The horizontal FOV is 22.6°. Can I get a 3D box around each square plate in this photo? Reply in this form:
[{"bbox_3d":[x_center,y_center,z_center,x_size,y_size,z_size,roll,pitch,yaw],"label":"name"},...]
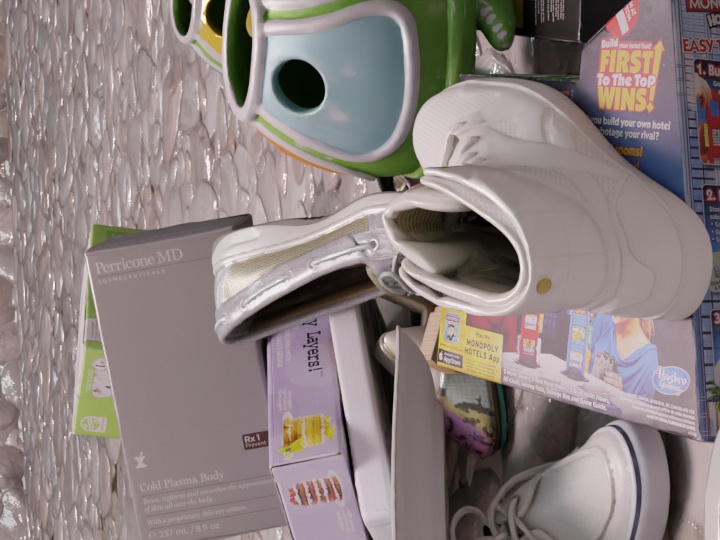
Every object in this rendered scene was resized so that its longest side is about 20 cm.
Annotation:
[{"bbox_3d":[0.035,0.167,0.980,0.201,0.028,0.199,84,-174,-50],"label":"square plate"}]

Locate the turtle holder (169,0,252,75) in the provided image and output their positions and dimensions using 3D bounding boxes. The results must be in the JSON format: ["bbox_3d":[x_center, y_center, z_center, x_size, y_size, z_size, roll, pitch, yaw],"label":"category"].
[{"bbox_3d":[-0.065,-0.188,1.328,0.142,0.131,0.186,109,153,-43],"label":"turtle holder"}]

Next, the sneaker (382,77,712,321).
[{"bbox_3d":[0.052,-0.038,0.798,0.200,0.115,0.074,39,122,52],"label":"sneaker"}]

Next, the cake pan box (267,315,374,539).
[{"bbox_3d":[-0.019,0.133,1.180,0.185,0.052,0.201,-91,-10,-54],"label":"cake pan box"}]

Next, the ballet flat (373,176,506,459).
[{"bbox_3d":[0.040,0.021,1.121,0.069,0.071,0.202,136,131,-61],"label":"ballet flat"}]

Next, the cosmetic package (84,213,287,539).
[{"bbox_3d":[-0.107,0.070,1.186,0.090,0.106,0.202,-71,-31,-79],"label":"cosmetic package"}]

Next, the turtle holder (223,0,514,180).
[{"bbox_3d":[0.001,-0.134,0.957,0.186,0.131,0.142,112,150,-53],"label":"turtle holder"}]

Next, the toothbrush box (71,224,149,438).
[{"bbox_3d":[-0.106,0.051,1.318,0.146,0.198,0.087,-99,17,-52],"label":"toothbrush box"}]

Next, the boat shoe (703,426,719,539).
[{"bbox_3d":[0.171,0.152,0.764,0.068,0.071,0.202,174,86,-67],"label":"boat shoe"}]

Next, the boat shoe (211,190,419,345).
[{"bbox_3d":[-0.002,0.000,1.065,0.201,0.074,0.065,-9,69,27],"label":"boat shoe"}]

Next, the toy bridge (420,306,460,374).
[{"bbox_3d":[0.097,0.017,0.994,0.200,0.027,0.068,-15,57,62],"label":"toy bridge"}]

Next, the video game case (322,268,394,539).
[{"bbox_3d":[0.009,0.092,1.170,0.182,0.023,0.201,67,-169,-64],"label":"video game case"}]

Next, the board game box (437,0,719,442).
[{"bbox_3d":[0.123,-0.038,0.848,0.199,0.061,0.202,14,100,56],"label":"board game box"}]

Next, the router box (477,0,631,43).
[{"bbox_3d":[0.107,-0.222,0.942,0.157,0.052,0.202,-150,60,-69],"label":"router box"}]

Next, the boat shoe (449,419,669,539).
[{"bbox_3d":[0.091,0.142,0.954,0.202,0.085,0.075,117,146,-55],"label":"boat shoe"}]
